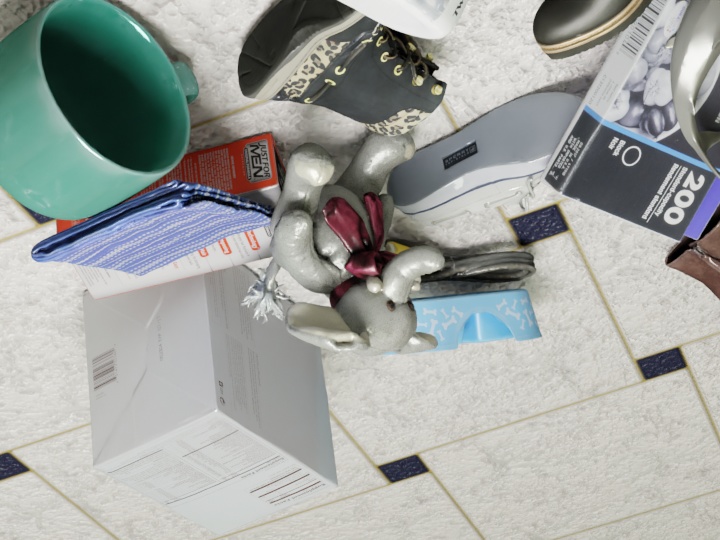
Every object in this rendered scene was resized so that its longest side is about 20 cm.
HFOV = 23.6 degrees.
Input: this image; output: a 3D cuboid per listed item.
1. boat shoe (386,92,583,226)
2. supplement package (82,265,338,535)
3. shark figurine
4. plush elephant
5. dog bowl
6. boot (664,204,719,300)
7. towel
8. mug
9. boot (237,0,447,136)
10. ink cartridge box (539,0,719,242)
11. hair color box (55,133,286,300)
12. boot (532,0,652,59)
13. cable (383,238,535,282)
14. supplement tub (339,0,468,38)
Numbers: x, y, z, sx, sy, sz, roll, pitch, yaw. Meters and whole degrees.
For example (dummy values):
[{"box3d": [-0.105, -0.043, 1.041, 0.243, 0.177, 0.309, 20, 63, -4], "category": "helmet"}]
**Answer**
[{"box3d": [0.128, -0.085, 1.517, 0.200, 0.075, 0.086, -25, 143, 24], "category": "boat shoe"}, {"box3d": [-0.142, 0.113, 1.627, 0.146, 0.193, 0.200, -25, 143, 22], "category": "supplement package"}, {"box3d": [0.285, -0.170, 1.354, 0.127, 0.090, 0.217, 5, 112, -28], "category": "shark figurine"}, {"box3d": [0.000, 0.000, 1.446, 0.164, 0.155, 0.201, -10, 136, -60], "category": "plush elephant"}, {"box3d": [0.085, 0.049, 1.662, 0.198, 0.050, 0.111, -6, -179, -36], "category": "dog bowl"}, {"box3d": [0.377, 0.012, 1.747, 0.165, 0.073, 0.200, 19, 139, -17], "category": "boot"}, {"box3d": [-0.161, -0.028, 1.390, 0.143, 0.024, 0.200, -22, 169, 16], "category": "towel"}, {"box3d": [-0.212, -0.111, 1.324, 0.114, 0.154, 0.184, -28, 143, 32], "category": "mug"}, {"box3d": [0.017, -0.184, 1.353, 0.153, 0.074, 0.203, 16, 142, -37], "category": "boot"}, {"box3d": [0.277, -0.126, 1.455, 0.198, 0.043, 0.200, 17, 110, -34], "category": "ink cartridge box"}, {"box3d": [-0.158, -0.046, 1.512, 0.198, 0.062, 0.102, -13, 145, 5], "category": "hair color box"}, {"box3d": [0.179, -0.262, 1.290, 0.200, 0.078, 0.138, -41, 132, 18], "category": "boot"}, {"box3d": [0.070, 0.008, 1.644, 0.198, 0.051, 0.097, 10, 148, -27], "category": "cable"}, {"box3d": [0.046, -0.264, 1.122, 0.122, 0.122, 0.202, 28, 88, -42], "category": "supplement tub"}]
